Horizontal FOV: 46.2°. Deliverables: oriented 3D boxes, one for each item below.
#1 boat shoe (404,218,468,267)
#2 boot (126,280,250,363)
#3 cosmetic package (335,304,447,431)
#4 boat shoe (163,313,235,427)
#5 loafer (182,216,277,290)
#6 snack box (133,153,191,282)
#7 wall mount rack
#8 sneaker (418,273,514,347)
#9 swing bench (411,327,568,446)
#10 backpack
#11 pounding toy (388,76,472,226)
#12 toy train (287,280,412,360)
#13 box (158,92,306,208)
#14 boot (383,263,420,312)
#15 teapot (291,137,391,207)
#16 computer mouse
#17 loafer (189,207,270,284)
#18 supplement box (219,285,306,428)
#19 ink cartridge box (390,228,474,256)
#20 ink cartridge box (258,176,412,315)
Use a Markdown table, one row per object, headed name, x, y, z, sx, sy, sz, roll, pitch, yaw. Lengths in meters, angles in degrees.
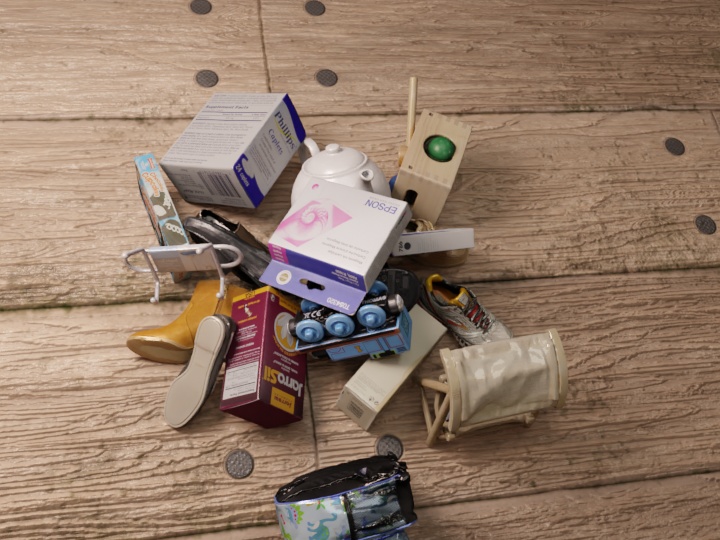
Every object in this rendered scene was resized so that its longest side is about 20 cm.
| name | x | y | z | sx | sy | sz | roll | pitch | yaw |
| --- | --- | --- | --- | --- | --- | --- | --- | --- | --- |
| boat shoe | 0.110 | -0.059 | 1.578 | 0.199 | 0.065 | 0.071 | 12 | 60 | -4 |
| boot | -0.287 | 0.081 | 1.431 | 0.200 | 0.071 | 0.144 | 6 | 54 | -11 |
| cosmetic package | 0.052 | 0.163 | 1.422 | 0.073 | 0.104 | 0.200 | 39 | 63 | 10 |
| boat shoe | -0.252 | 0.162 | 1.355 | 0.067 | 0.057 | 0.201 | 29 | 102 | 21 |
| loafer | -0.220 | -0.025 | 1.443 | 0.200 | 0.068 | 0.071 | 31 | 88 | -7 |
| snack box | -0.347 | -0.092 | 1.481 | 0.037 | 0.116 | 0.200 | -18 | 66 | -18 |
| wall mount rack | -0.294 | -0.009 | 1.355 | 0.199 | 0.174 | 0.075 | -4 | 58 | 2 |
| sneaker | 0.184 | 0.079 | 1.495 | 0.200 | 0.082 | 0.078 | 32 | 61 | 16 |
| swing bench | 0.210 | 0.193 | 1.370 | 0.198 | 0.200 | 0.130 | -9 | 73 | -15 |
| backpack | -0.022 | 0.366 | 1.253 | 0.199 | 0.183 | 0.148 | -11 | 84 | -6 |
| pounding toy | 0.117 | -0.216 | 1.589 | 0.142 | 0.200 | 0.185 | 20 | 59 | 2 |
| toy train | -0.016 | 0.091 | 1.355 | 0.199 | 0.114 | 0.087 | -15 | 37 | 19 |
| box | -0.229 | -0.222 | 1.537 | 0.183 | 0.105 | 0.200 | 9 | 54 | 33 |
| boot | -0.010 | 0.046 | 1.493 | 0.199 | 0.073 | 0.151 | -21 | 66 | -20 |
| teapot | -0.042 | -0.159 | 1.524 | 0.199 | 0.147 | 0.198 | -1 | 30 | 18 |
| computer mouse | 0.000 | 0.000 | 1.435 | 0.199 | 0.046 | 0.141 | -3 | 92 | -6 |
| loafer | -0.221 | -0.043 | 1.503 | 0.200 | 0.071 | 0.073 | 30 | 60 | 7 |
| supplement box | -0.153 | 0.142 | 1.377 | 0.110 | 0.085 | 0.201 | 34 | 47 | -44 |
| ink cartridge box | 0.092 | -0.049 | 1.486 | 0.199 | 0.099 | 0.039 | -5 | 95 | -20 |
| ink cartridge box | -0.046 | -0.046 | 1.350 | 0.196 | 0.043 | 0.200 | 18 | 65 | 31 |
